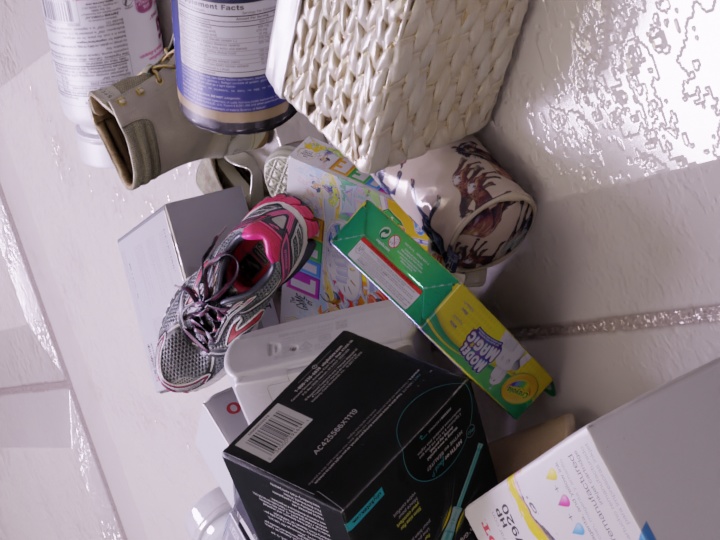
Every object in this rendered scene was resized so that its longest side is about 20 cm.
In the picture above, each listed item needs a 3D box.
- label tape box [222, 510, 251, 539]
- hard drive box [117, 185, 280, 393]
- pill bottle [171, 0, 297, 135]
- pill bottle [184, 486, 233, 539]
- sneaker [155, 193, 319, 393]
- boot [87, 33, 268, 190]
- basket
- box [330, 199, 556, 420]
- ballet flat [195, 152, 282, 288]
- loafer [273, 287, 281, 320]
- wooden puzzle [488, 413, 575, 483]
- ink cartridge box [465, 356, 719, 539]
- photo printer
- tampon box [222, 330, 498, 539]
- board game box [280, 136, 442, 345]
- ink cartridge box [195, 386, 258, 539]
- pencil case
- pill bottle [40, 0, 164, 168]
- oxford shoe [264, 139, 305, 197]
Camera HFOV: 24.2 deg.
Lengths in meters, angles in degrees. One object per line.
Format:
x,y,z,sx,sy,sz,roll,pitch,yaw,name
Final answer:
-0.020,0.293,1.576,0.201,0.142,0.066,55,151,25,label tape box
-0.149,0.022,1.534,0.200,0.076,0.158,160,95,-69,hard drive box
-0.103,-0.225,1.400,0.112,0.111,0.202,40,141,43,pill bottle
-0.105,0.327,1.793,0.200,0.112,0.113,51,148,30,pill bottle
-0.115,0.022,1.373,0.080,0.075,0.201,38,116,6,sneaker
-0.175,-0.186,1.511,0.072,0.154,0.202,11,118,59,boot
0.030,-0.182,1.161,0.124,0.135,0.201,51,148,27,basket
0.067,0.036,1.238,0.117,0.048,0.200,44,-178,39,box
-0.097,-0.058,1.561,0.200,0.067,0.063,46,136,37,ballet flat
-0.078,0.023,1.580,0.200,0.062,0.072,44,143,40,loafer
0.162,0.219,1.305,0.185,0.046,0.202,-34,74,62,wooden puzzle
0.190,0.167,1.098,0.148,0.144,0.200,62,153,11,ink cartridge box
-0.007,0.126,1.393,0.070,0.165,0.201,-94,-13,-51,photo printer
0.012,0.179,1.271,0.126,0.150,0.201,20,141,39,tampon box
0.000,0.000,1.394,0.133,0.034,0.201,24,134,21,board game box
-0.042,0.192,1.544,0.201,0.144,0.084,56,151,24,ink cartridge box
0.044,-0.081,1.265,0.200,0.077,0.090,49,122,32,pencil case
-0.252,-0.213,1.680,0.113,0.113,0.202,30,134,51,pill bottle
-0.022,-0.029,1.456,0.075,0.058,0.201,-7,120,32,oxford shoe
